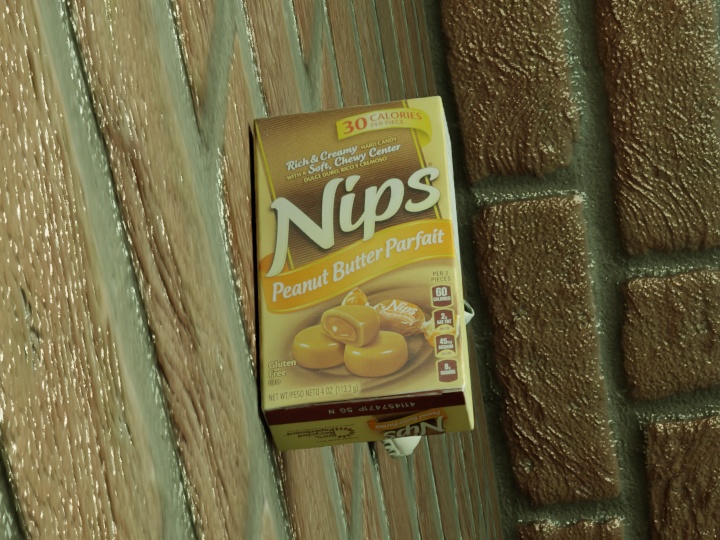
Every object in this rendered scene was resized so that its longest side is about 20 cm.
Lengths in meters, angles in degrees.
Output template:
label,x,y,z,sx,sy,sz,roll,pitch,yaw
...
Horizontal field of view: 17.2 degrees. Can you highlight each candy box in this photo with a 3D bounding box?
label,x,y,z,sx,sy,sz,roll,pitch,yaw
candy box,0.000,0.000,1.376,0.055,0.115,0.201,76,9,-58

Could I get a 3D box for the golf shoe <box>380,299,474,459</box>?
label,x,y,z,sx,sy,sz,roll,pitch,yaw
golf shoe,0.044,0.059,1.899,0.078,0.097,0.201,-90,173,-63
